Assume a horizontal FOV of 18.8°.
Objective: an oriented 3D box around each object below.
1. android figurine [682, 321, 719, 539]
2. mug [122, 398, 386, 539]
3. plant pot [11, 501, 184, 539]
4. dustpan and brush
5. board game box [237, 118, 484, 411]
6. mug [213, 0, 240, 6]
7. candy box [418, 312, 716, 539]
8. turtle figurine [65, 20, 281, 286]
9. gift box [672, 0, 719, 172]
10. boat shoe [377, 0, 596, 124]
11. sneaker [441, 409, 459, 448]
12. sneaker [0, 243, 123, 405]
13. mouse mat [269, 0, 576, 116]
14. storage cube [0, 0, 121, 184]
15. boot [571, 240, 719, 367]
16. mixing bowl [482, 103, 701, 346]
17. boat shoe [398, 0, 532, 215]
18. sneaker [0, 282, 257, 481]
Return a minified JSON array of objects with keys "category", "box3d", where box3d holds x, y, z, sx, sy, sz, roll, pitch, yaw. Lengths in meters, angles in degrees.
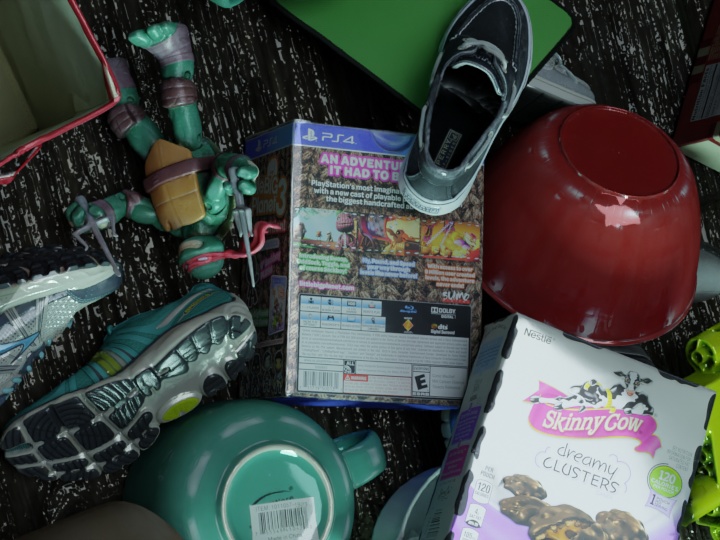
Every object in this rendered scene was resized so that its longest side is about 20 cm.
[{"category":"android figurine","box3d":[0.310,0.128,1.757,0.199,0.041,0.183,-26,111,-41]},{"category":"mug","box3d":[-0.072,0.156,1.550,0.152,0.114,0.185,41,70,-17]},{"category":"plant pot","box3d":[-0.195,0.248,1.454,0.173,0.200,0.201,-38,102,-40]},{"category":"dustpan and brush","box3d":[0.037,0.207,1.591,0.199,0.057,0.141,7,82,-46]},{"category":"board game box","box3d":[0.000,0.000,1.610,0.159,0.097,0.201,5,83,-26]},{"category":"mug","box3d":[-0.059,-0.271,1.580,0.184,0.115,0.153,-18,70,-18]},{"category":"candy box","box3d":[0.145,0.154,1.556,0.167,0.072,0.201,21,75,-11]},{"category":"turtle figurine","box3d":[-0.135,-0.065,1.534,0.149,0.101,0.201,-21,79,15]},{"category":"gift box","box3d":[0.392,-0.139,1.763,0.186,0.200,0.186,24,80,-23]},{"category":"boat shoe","box3d":[0.098,-0.170,1.689,0.201,0.074,0.065,22,72,-12]},{"category":"sneaker","box3d":[0.166,0.124,1.683,0.199,0.089,0.079,3,84,-28]},{"category":"sneaker","box3d":[-0.253,0.045,1.508,0.199,0.078,0.087,-23,113,-23]},{"category":"mouse mat","box3d":[0.048,-0.199,1.645,0.200,0.008,0.161,38,61,8]},{"category":"storage cube","box3d":[-0.293,-0.141,1.436,0.171,0.180,0.201,-32,98,-25]},{"category":"boot","box3d":[0.209,0.037,1.691,0.199,0.070,0.132,1,45,-17]},{"category":"mixing bowl","box3d":[0.179,-0.054,1.643,0.199,0.109,0.201,10,45,-11]},{"category":"boat shoe","box3d":[0.081,-0.136,1.576,0.071,0.068,0.201,25,60,1]},{"category":"sneaker","box3d":[-0.166,0.079,1.538,0.199,0.080,0.078,-31,128,-9]}]
